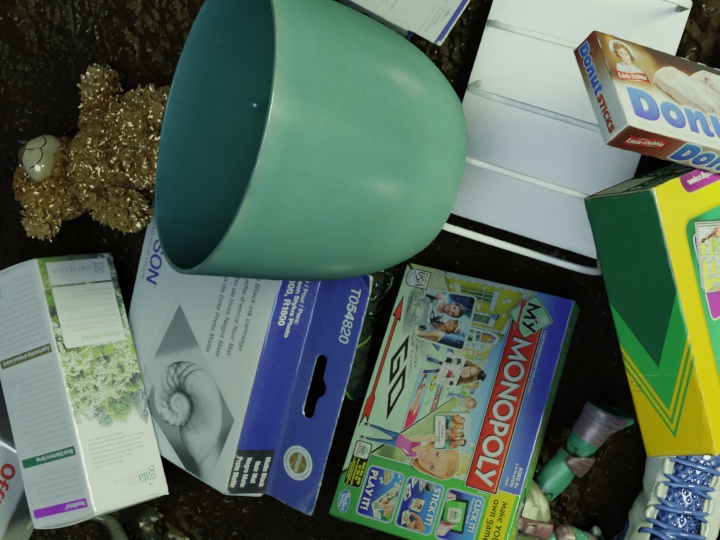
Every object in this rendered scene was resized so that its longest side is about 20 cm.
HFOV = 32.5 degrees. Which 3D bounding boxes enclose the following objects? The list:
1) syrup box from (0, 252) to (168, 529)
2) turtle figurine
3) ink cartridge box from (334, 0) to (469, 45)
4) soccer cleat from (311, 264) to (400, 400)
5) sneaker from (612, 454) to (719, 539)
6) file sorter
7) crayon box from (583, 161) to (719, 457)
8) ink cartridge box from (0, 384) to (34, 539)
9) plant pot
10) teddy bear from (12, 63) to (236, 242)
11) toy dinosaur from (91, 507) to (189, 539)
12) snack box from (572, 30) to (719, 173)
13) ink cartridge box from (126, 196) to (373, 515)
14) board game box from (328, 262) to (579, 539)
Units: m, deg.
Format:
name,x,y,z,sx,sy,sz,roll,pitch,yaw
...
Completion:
name,x,y,z,sx,sy,sz,roll,pitch,yaw
syrup box,-0.224,0.092,0.963,0.081,0.079,0.200,-18,84,36
turtle figurine,0.121,0.181,0.940,0.150,0.101,0.200,24,98,6
ink cartridge box,0.008,-0.232,0.872,0.200,0.039,0.100,34,89,25
soccer cleat,0.000,0.000,0.944,0.081,0.068,0.200,-6,96,10
sneaker,0.233,0.195,0.908,0.080,0.115,0.200,20,103,5
file sorter,0.138,-0.113,0.868,0.139,0.125,0.200,18,102,6
crayon box,0.243,0.009,0.833,0.058,0.200,0.173,-7,100,44
ink cartridge box,-0.360,0.154,1.027,0.200,0.084,0.146,28,104,4
plant pot,-0.027,-0.083,0.824,0.161,0.201,0.201,11,104,-26
teddy bear,-0.184,-0.093,0.941,0.200,0.067,0.145,1,81,23
toy dinosaur,-0.156,0.261,1.013,0.200,0.077,0.102,21,96,3
snack box,0.221,-0.097,0.785,0.024,0.200,0.072,-41,52,43
ink cartridge box,-0.100,0.063,0.945,0.200,0.041,0.200,22,104,32
board game box,0.070,0.104,0.913,0.134,0.029,0.200,12,77,22
